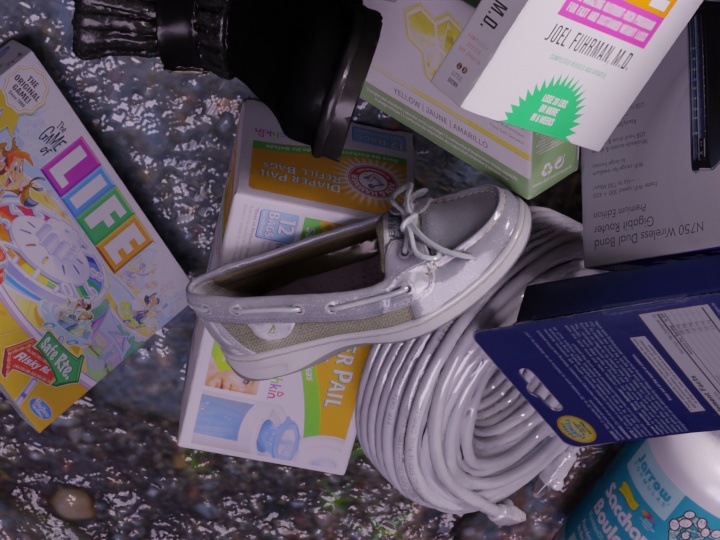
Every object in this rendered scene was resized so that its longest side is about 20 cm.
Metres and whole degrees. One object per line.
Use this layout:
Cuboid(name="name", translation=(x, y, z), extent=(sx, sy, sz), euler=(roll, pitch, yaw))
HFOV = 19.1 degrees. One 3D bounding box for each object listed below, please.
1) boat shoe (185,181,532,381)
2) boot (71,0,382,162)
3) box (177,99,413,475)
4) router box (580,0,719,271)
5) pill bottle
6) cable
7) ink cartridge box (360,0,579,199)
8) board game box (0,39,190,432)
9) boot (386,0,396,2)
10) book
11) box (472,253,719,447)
Cuboid(name="boat shoe", translation=(-0.001, -0.001, 1.196), extent=(0.201, 0.075, 0.065), euler=(-20, 129, 23))
Cuboid(name="boot", translation=(-0.078, -0.128, 1.150), extent=(0.157, 0.211, 0.080), euler=(12, 108, -12))
Cuboid(name="box", translation=(-0.040, 0.012, 1.314), extent=(0.112, 0.102, 0.201), euler=(10, 126, -6))
Cuboid(name="router box", translation=(0.202, -0.099, 1.133), extent=(0.049, 0.181, 0.199), euler=(6, 169, -38))
Cuboid(name="pill bottle", translation=(0.214, 0.151, 1.407), extent=(0.110, 0.111, 0.201), euler=(22, 124, -15))
Cuboid(name="cable", translation=(0.086, 0.055, 1.299), extent=(0.200, 0.069, 0.201), euler=(17, 108, -55))
Cuboid(name="ink cartridge box", translation=(0.061, -0.158, 1.166), extent=(0.048, 0.145, 0.201), euler=(-29, 137, -31))
Cuboid(name="board game box", translation=(-0.202, -0.019, 1.294), extent=(0.134, 0.034, 0.200), euler=(-41, 123, -14))
Cuboid(name="boot", translation=(0.014, -0.242, 1.120), extent=(0.095, 0.074, 0.201), euler=(23, 120, 9))
Cuboid(name="book", translation=(0.129, -0.161, 1.066), extent=(0.133, 0.048, 0.201), euler=(9, 118, -54))
Cuboid(name="box", translation=(0.172, 0.045, 1.170), extent=(0.199, 0.033, 0.121), euler=(-11, 136, 36))
